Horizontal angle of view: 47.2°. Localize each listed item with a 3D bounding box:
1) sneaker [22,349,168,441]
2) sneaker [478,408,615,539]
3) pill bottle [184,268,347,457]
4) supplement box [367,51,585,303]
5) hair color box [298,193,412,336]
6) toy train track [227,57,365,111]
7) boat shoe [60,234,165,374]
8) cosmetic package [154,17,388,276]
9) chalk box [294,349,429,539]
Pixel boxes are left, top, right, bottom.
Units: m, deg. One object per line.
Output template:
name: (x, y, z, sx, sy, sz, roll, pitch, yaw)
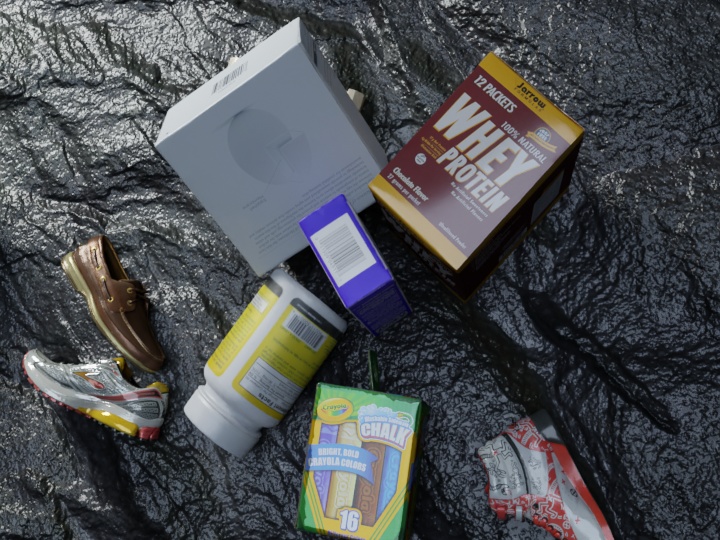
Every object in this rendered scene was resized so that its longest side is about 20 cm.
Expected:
sneaker: (-0.330, 0.143, 1.037, 0.196, 0.078, 0.084, 22, 79, 4)
sneaker: (0.208, 0.269, 0.918, 0.106, 0.067, 0.205, -28, 72, 4)
pill bottle: (-0.114, 0.111, 0.980, 0.113, 0.114, 0.202, 36, 86, 14)
supplement box: (0.132, -0.094, 0.933, 0.133, 0.200, 0.198, 43, 88, 15)
hair color box: (0.000, 0.000, 0.937, 0.064, 0.200, 0.111, -31, 75, 0)
toy train track: (-0.090, -0.249, 1.089, 0.196, 0.033, 0.117, 18, 82, 12)
boat shoe: (-0.306, 0.040, 1.049, 0.067, 0.072, 0.201, -39, 73, 2)
cosmetic package: (-0.095, -0.141, 0.960, 0.197, 0.124, 0.201, -30, 117, 12)
chalk box: (0.011, 0.196, 0.936, 0.121, 0.125, 0.205, 8, 81, 11)
